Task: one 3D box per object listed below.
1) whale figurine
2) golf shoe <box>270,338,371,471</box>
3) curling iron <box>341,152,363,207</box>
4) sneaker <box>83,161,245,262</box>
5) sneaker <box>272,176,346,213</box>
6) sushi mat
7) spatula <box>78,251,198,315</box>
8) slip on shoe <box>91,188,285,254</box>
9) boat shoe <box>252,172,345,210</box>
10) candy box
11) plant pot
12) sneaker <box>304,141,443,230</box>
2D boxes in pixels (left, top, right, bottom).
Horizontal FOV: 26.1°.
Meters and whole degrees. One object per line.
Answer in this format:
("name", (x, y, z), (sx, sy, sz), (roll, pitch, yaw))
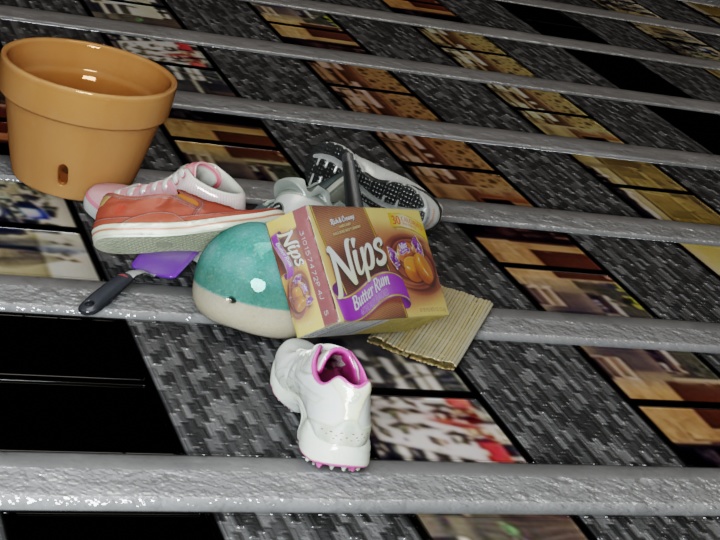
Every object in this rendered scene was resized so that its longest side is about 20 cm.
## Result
("whale figurine", (-0.084, -0.002, 1.558), (0.159, 0.104, 0.200), (17, 16, 19))
("golf shoe", (-0.028, 0.096, 1.375), (0.075, 0.092, 0.200), (5, 22, -20))
("curling iron", (0.007, -0.039, 1.657), (0.026, 0.049, 0.200), (38, 33, -55))
("sneaker", (-0.207, -0.082, 1.684), (0.200, 0.105, 0.075), (22, 25, 22))
("sneaker", (-0.019, -0.021, 1.707), (0.200, 0.074, 0.089), (25, 59, -29))
("sushi mat", (0.077, 0.054, 1.648), (0.095, 0.012, 0.200), (19, 22, 10))
("spatula", (-0.228, 0.007, 1.562), (0.056, 0.021, 0.200), (14, 22, 17))
("slip on shoe", (-0.173, -0.054, 1.585), (0.199, 0.061, 0.074), (-1, -20, -5))
("boat shoe", (-0.063, -0.078, 1.806), (0.062, 0.073, 0.200), (25, 29, 16))
("candy box", (0.000, 0.000, 1.510), (0.056, 0.117, 0.200), (-22, -12, 31))
("plant pot", (-0.320, -0.169, 1.775), (0.200, 0.140, 0.200), (12, 22, -5))
("sneaker", (0.015, -0.096, 1.924), (0.200, 0.074, 0.080), (33, 13, 29))
